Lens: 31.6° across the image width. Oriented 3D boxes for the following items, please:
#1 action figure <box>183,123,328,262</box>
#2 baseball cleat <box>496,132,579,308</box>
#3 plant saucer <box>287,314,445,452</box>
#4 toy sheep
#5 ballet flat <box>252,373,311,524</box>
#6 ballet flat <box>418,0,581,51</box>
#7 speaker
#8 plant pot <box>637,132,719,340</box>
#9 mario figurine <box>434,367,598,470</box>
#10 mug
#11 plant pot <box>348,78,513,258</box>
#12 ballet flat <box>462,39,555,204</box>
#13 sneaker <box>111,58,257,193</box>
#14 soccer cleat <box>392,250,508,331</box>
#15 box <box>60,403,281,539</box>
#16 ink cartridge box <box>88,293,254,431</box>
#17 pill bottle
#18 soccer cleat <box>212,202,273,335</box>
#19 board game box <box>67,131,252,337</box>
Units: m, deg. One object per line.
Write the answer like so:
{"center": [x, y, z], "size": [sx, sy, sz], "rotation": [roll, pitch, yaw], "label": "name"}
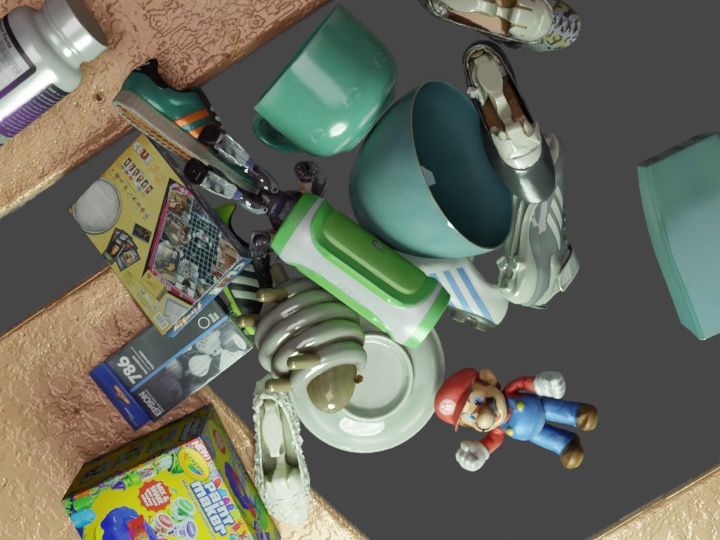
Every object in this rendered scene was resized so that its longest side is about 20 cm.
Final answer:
{"center": [-0.109, -0.083, 1.453], "size": [0.199, 0.069, 0.131], "rotation": [32, 81, -36], "label": "action figure"}
{"center": [0.219, -0.056, 1.505], "size": [0.106, 0.069, 0.202], "rotation": [15, 92, -34], "label": "baseball cleat"}
{"center": [0.009, 0.125, 1.535], "size": [0.197, 0.050, 0.203], "rotation": [-1, 96, -6], "label": "plant saucer"}
{"center": [-0.062, 0.073, 1.451], "size": [0.137, 0.138, 0.202], "rotation": [-27, 66, 8], "label": "toy sheep"}
{"center": [-0.104, 0.229, 1.573], "size": [0.071, 0.072, 0.203], "rotation": [-7, 103, 3], "label": "ballet flat"}
{"center": [0.156, -0.293, 1.444], "size": [0.198, 0.072, 0.073], "rotation": [16, 103, -2], "label": "ballet flat"}
{"center": [0.000, 0.000, 1.412], "size": [0.199, 0.088, 0.089], "rotation": [35, 102, -1], "label": "speaker"}
{"center": [0.404, -0.050, 1.459], "size": [0.140, 0.141, 0.202], "rotation": [-24, 94, 7], "label": "plant pot"}
{"center": [0.184, 0.182, 1.529], "size": [0.198, 0.106, 0.125], "rotation": [15, 69, -10], "label": "mario figurine"}
{"center": [-0.035, -0.202, 1.442], "size": [0.114, 0.185, 0.153], "rotation": [40, 77, -10], "label": "mug"}
{"center": [0.065, -0.098, 1.444], "size": [0.134, 0.200, 0.202], "rotation": [-22, 103, 33], "label": "plant pot"}
{"center": [0.163, -0.171, 1.439], "size": [0.072, 0.073, 0.202], "rotation": [-22, 80, 7], "label": "ballet flat"}
{"center": [-0.187, -0.167, 1.481], "size": [0.199, 0.071, 0.080], "rotation": [37, 75, -20], "label": "sneaker"}
{"center": [0.087, 0.001, 1.521], "size": [0.198, 0.070, 0.087], "rotation": [24, 86, -6], "label": "soccer cleat"}
{"center": [-0.227, 0.306, 1.565], "size": [0.191, 0.122, 0.202], "rotation": [-26, 101, 6], "label": "box"}
{"center": [-0.235, 0.111, 1.564], "size": [0.199, 0.039, 0.100], "rotation": [-38, 100, 10], "label": "ink cartridge box"}
{"center": [-0.390, -0.230, 1.453], "size": [0.199, 0.112, 0.112], "rotation": [-35, 100, 9], "label": "pill bottle"}
{"center": [-0.130, 0.014, 1.521], "size": [0.081, 0.068, 0.201], "rotation": [-31, 94, -4], "label": "soccer cleat"}
{"center": [-0.236, -0.042, 1.491], "size": [0.135, 0.035, 0.201], "rotation": [-42, 74, 10], "label": "board game box"}
